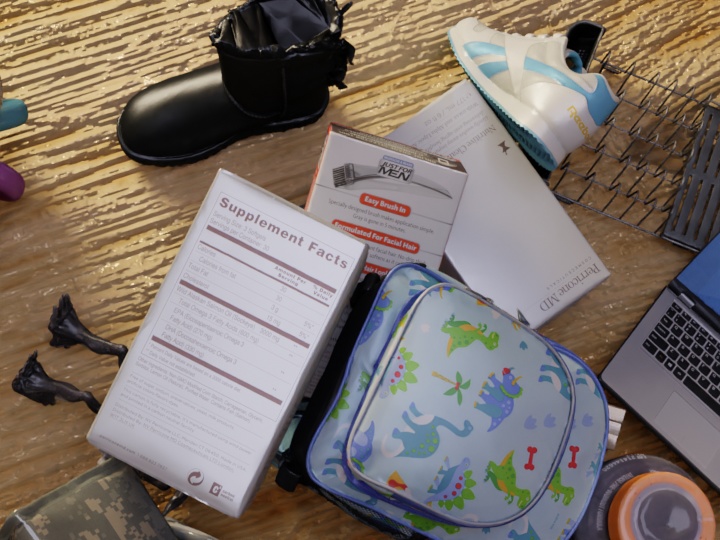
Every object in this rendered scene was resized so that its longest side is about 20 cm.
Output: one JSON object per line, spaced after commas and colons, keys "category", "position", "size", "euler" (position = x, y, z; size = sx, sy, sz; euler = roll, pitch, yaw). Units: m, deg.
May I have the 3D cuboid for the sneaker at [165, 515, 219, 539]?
{"category": "sneaker", "position": [-0.094, 0.247, 1.009], "size": [0.198, 0.099, 0.078], "euler": [24, 74, -1]}

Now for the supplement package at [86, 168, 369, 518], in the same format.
{"category": "supplement package", "position": [-0.086, 0.051, 0.932], "size": [0.117, 0.117, 0.201], "euler": [26, 84, 2]}

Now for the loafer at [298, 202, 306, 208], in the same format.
{"category": "loafer", "position": [-0.068, -0.004, 1.087], "size": [0.199, 0.072, 0.073], "euler": [-37, 81, -15]}

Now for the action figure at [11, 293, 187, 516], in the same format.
{"category": "action figure", "position": [-0.166, 0.107, 1.035], "size": [0.199, 0.102, 0.119], "euler": [29, 69, 3]}

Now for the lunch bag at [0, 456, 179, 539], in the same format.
{"category": "lunch bag", "position": [-0.198, 0.253, 0.952], "size": [0.117, 0.200, 0.165], "euler": [-27, 76, -44]}

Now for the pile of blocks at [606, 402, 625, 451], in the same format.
{"category": "pile of blocks", "position": [0.119, 0.115, 1.079], "size": [0.198, 0.082, 0.063], "euler": [17, 89, -18]}

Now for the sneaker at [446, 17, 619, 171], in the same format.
{"category": "sneaker", "position": [0.138, -0.158, 1.107], "size": [0.081, 0.077, 0.200], "euler": [-38, 41, 3]}

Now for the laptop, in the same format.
{"category": "laptop", "position": [0.332, 0.068, 1.093], "size": [0.187, 0.116, 0.200], "euler": [42, 55, 4]}

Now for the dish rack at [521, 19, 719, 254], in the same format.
{"category": "dish rack", "position": [0.243, -0.108, 1.160], "size": [0.198, 0.055, 0.155], "euler": [23, 76, 0]}

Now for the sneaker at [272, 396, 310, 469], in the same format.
{"category": "sneaker", "position": [0.015, 0.137, 1.051], "size": [0.198, 0.096, 0.080], "euler": [15, 76, -3]}

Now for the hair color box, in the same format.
{"category": "hair color box", "position": [0.000, 0.000, 1.036], "size": [0.110, 0.064, 0.202], "euler": [16, 103, -6]}

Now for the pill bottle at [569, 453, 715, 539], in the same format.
{"category": "pill bottle", "position": [0.195, 0.194, 1.006], "size": [0.105, 0.200, 0.107], "euler": [2, 77, -7]}

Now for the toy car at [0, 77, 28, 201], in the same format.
{"category": "toy car", "position": [-0.333, -0.083, 1.044], "size": [0.150, 0.174, 0.201], "euler": [37, 71, -33]}

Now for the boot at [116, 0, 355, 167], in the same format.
{"category": "boot", "position": [-0.101, -0.154, 1.072], "size": [0.196, 0.163, 0.074], "euler": [-13, 77, -10]}

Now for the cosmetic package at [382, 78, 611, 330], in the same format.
{"category": "cosmetic package", "position": [0.099, -0.038, 1.112], "size": [0.112, 0.081, 0.201], "euler": [-36, 82, -15]}

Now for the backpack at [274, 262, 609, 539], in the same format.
{"category": "backpack", "position": [0.072, 0.110, 0.942], "size": [0.199, 0.147, 0.184], "euler": [27, 80, -11]}
